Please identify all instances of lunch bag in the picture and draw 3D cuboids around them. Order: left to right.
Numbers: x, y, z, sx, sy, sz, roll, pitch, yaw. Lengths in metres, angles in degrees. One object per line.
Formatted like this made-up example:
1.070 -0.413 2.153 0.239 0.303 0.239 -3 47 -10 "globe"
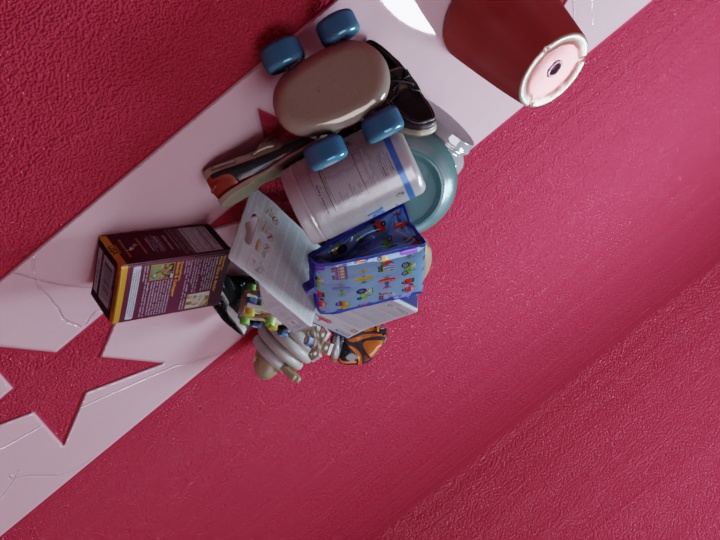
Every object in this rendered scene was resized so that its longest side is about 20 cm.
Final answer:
0.000 0.000 1.505 0.197 0.095 0.151 -22 149 -12 "lunch bag"

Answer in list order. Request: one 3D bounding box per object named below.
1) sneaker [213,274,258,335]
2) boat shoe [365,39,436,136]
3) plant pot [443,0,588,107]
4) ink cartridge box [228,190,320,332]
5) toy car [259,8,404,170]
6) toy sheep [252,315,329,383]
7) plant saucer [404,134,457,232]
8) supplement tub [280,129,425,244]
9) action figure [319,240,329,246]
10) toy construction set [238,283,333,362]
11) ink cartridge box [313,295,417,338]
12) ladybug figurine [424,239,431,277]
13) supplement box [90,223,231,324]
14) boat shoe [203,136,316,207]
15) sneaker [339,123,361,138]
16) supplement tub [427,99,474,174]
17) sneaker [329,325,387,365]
-0.230 0.031 1.659 0.088 0.075 0.201 -49 155 -16 "sneaker"
0.050 -0.276 1.386 0.071 0.201 0.065 -17 139 -21 "boat shoe"
0.262 -0.377 1.499 0.198 0.178 0.202 -28 150 -18 "plant pot"
-0.144 -0.017 1.540 0.047 0.162 0.200 -21 130 36 "ink cartridge box"
-0.043 -0.257 1.380 0.175 0.187 0.200 -26 -179 -2 "toy car"
-0.137 0.134 1.825 0.200 0.138 0.138 -47 151 -5 "toy sheep"
0.066 -0.139 1.533 0.196 0.036 0.203 -1 118 -2 "plant saucer"
-0.010 -0.140 1.429 0.198 0.133 0.132 -26 151 6 "supplement tub"
-0.043 -0.078 1.659 0.118 0.103 0.200 -27 153 12 "action figure"
-0.135 0.083 1.634 0.199 0.130 0.093 38 61 -29 "toy construction set"
-0.028 0.053 1.709 0.198 0.041 0.199 27 144 -36 "ink cartridge box"
0.063 -0.023 1.729 0.135 0.072 0.200 -40 147 1 "ladybug figurine"
-0.316 0.002 1.469 0.198 0.086 0.112 -10 131 -40 "supplement box"
-0.150 -0.173 1.446 0.198 0.063 0.071 -32 168 -12 "boat shoe"
0.002 -0.246 1.514 0.200 0.060 0.104 -46 154 21 "sneaker"
0.091 -0.183 1.614 0.201 0.146 0.144 -49 149 20 "supplement tub"
0.002 0.091 1.864 0.110 0.204 0.078 8 179 -8 "sneaker"
